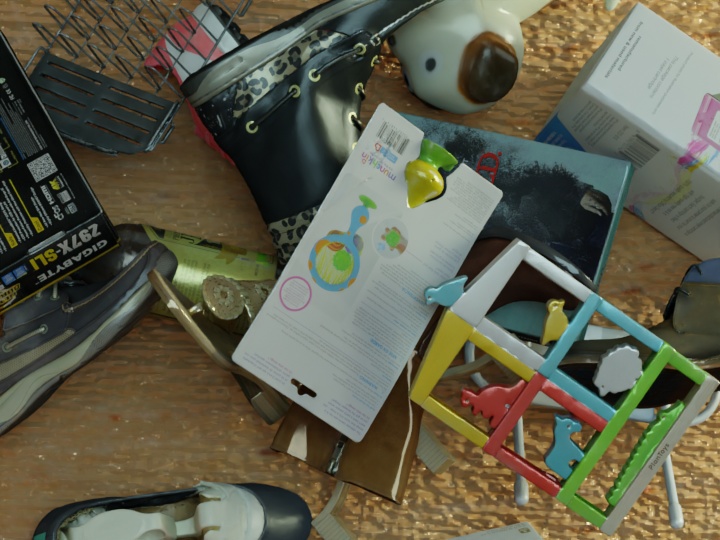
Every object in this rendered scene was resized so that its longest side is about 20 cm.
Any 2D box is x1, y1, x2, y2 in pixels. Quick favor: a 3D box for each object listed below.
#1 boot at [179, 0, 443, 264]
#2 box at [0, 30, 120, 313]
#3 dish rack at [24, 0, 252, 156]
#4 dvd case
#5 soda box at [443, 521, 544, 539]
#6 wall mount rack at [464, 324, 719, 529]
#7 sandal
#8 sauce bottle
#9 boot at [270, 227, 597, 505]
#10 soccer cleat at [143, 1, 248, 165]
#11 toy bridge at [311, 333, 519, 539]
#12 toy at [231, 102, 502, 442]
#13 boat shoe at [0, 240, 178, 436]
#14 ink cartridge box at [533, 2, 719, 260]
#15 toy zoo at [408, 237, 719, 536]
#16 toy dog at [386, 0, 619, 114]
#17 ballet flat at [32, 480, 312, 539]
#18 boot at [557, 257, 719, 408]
[{"bbox_3d":[-0.006,-0.111,1.451,0.203,0.073,0.154,-27,97,-5],"label":"boot"},{"bbox_3d":[-0.280,-0.062,1.439,0.159,0.049,0.200,-31,61,-4],"label":"box"},{"bbox_3d":[-0.165,-0.183,1.493,0.153,0.055,0.201,22,75,32],"label":"dish rack"},{"bbox_3d":[0.085,-0.031,1.513,0.199,0.022,0.147,14,76,20],"label":"dvd case"},{"bbox_3d":[0.039,0.236,1.461,0.199,0.068,0.064,-12,105,-11],"label":"soda box"},{"bbox_3d":[0.175,0.096,1.514,0.199,0.075,0.175,9,78,-7],"label":"wall mount rack"},{"bbox_3d":[-0.077,0.034,1.421,0.070,0.212,0.078,-37,59,-2],"label":"sandal"},{"bbox_3d":[-0.143,0.002,1.487,0.199,0.065,0.065,14,77,-7],"label":"sauce bottle"},{"bbox_3d":[0.051,0.063,1.439,0.188,0.069,0.201,16,76,18],"label":"boot"},{"bbox_3d":[-0.078,-0.100,1.522,0.073,0.068,0.200,-36,85,6],"label":"soccer cleat"},{"bbox_3d":[0.039,0.116,1.482,0.200,0.027,0.067,-45,73,6],"label":"toy bridge"},{"bbox_3d":[0.000,0.000,1.408,0.115,0.047,0.200,35,83,-25],"label":"toy"},{"bbox_3d":[-0.215,0.040,1.434,0.200,0.074,0.073,-40,90,9],"label":"boat shoe"},{"bbox_3d":[0.245,-0.088,1.525,0.200,0.145,0.085,35,73,-1],"label":"ink cartridge box"},{"bbox_3d":[0.124,0.071,1.401,0.200,0.020,0.131,34,94,-4],"label":"toy zoo"},{"bbox_3d":[0.091,-0.212,1.545,0.194,0.139,0.201,37,73,-32],"label":"toy dog"},{"bbox_3d":[-0.129,0.183,1.451,0.199,0.073,0.073,-4,80,-10],"label":"ballet flat"},{"bbox_3d":[0.222,0.042,1.474,0.199,0.075,0.097,3,62,-15],"label":"boot"}]
